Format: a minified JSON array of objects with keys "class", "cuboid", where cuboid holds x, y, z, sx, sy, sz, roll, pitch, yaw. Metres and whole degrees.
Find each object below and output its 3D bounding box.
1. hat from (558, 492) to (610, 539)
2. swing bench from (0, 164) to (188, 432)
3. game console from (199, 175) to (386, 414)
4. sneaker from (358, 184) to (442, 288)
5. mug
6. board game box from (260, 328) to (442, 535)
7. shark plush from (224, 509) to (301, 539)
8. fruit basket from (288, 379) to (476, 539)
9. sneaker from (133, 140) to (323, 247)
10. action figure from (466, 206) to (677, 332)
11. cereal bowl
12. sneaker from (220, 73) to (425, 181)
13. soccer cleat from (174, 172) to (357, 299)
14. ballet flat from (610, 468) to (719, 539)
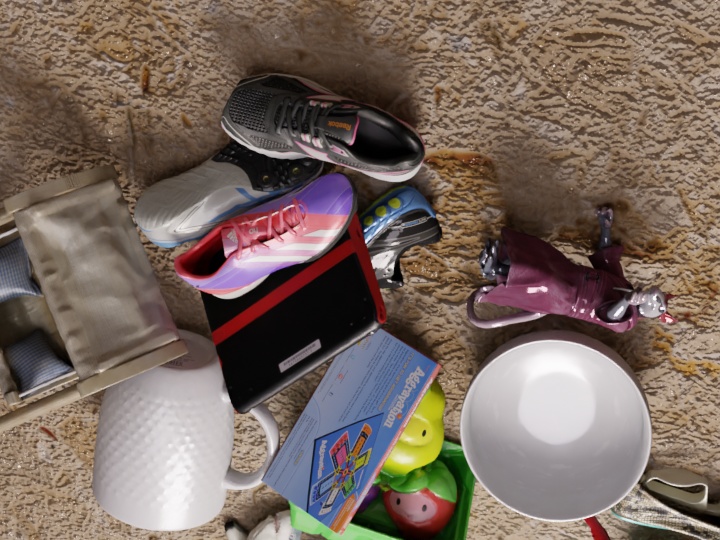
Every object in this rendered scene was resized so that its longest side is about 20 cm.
[{"class":"hat","cuboid":[0.317,0.309,1.699,0.163,0.200,0.178,-15,84,3]},{"class":"swing bench","cuboid":[-0.304,0.030,1.493,0.198,0.129,0.201,-23,89,28]},{"class":"game console","cuboid":[-0.071,0.021,1.492,0.199,0.179,0.031,-33,153,28]},{"class":"sneaker","cuboid":[0.000,0.000,1.521,0.199,0.071,0.083,-39,106,25]},{"class":"mug","cuboid":[-0.179,0.166,1.606,0.197,0.148,0.178,15,115,10]},{"class":"board game box","cuboid":[-0.010,0.157,1.568,0.102,0.019,0.201,31,88,22]},{"class":"shark plush","cuboid":[-0.092,0.368,1.790,0.082,0.091,0.202,-21,119,-15]},{"class":"fruit basket","cuboid":[0.032,0.206,1.624,0.212,0.157,0.217,9,142,7]},{"class":"sneaker","cuboid":[-0.125,-0.078,1.495,0.198,0.073,0.072,-20,154,12]},{"class":"action figure","cuboid":[0.210,0.027,1.476,0.197,0.135,0.150,17,126,-2]},{"class":"cereal bowl","cuboid":[0.202,0.152,1.578,0.197,0.083,0.203,3,107,8]},{"class":"sneaker","cuboid":[-0.029,-0.136,1.410,0.197,0.086,0.082,10,90,-8]},{"class":"soccer cleat","cuboid":[-0.090,-0.034,1.452,0.199,0.069,0.073,-30,154,29]},{"class":"ballet flat","cuboid":[0.368,0.259,1.658,0.198,0.068,0.076,20,118,-2]}]
